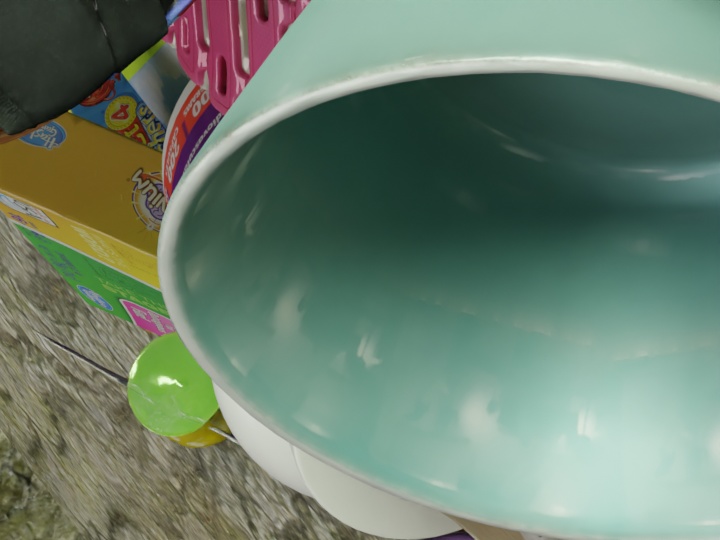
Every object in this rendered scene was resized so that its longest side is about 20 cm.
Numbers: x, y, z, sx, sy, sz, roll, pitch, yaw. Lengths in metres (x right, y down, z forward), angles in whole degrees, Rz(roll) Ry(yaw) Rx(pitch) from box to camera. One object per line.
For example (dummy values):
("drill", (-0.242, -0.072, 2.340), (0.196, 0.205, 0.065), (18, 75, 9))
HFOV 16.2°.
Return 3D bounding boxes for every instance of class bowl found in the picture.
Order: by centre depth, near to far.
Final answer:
("bowl", (0.060, -0.026, 0.601), (0.200, 0.105, 0.201), (9, 148, 6))

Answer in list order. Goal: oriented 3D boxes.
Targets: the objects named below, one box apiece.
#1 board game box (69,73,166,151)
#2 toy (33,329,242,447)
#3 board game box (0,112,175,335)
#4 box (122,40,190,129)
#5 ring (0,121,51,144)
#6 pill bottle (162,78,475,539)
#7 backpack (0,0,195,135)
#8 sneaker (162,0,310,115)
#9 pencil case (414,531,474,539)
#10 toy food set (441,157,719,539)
("board game box", (-0.162, -0.121, 1.240), (0.200, 0.056, 0.196), (37, 159, 46))
("toy", (-0.029, 0.050, 0.933), (0.115, 0.047, 0.200), (27, 180, 21))
("board game box", (-0.041, 0.008, 1.014), (0.199, 0.040, 0.153), (23, 167, 20))
("box", (-0.068, -0.094, 1.030), (0.200, 0.048, 0.122), (52, 166, -5))
("ring", (-0.150, -0.122, 0.723), (0.201, 0.200, 0.019), (53, 135, -2))
("pill bottle", (0.000, 0.000, 0.813), (0.113, 0.112, 0.200), (60, -176, -28))
("backpack", (-0.113, -0.132, 0.623), (0.191, 0.200, 0.154), (49, 174, -12))
("sneaker", (-0.030, -0.107, 0.815), (0.200, 0.087, 0.074), (38, 139, 45))
("pencil case", (0.032, 0.153, 0.987), (0.086, 0.084, 0.200), (64, 175, 11))
("toy food set", (0.119, 0.082, 0.674), (0.200, 0.144, 0.060), (48, -163, 16))
